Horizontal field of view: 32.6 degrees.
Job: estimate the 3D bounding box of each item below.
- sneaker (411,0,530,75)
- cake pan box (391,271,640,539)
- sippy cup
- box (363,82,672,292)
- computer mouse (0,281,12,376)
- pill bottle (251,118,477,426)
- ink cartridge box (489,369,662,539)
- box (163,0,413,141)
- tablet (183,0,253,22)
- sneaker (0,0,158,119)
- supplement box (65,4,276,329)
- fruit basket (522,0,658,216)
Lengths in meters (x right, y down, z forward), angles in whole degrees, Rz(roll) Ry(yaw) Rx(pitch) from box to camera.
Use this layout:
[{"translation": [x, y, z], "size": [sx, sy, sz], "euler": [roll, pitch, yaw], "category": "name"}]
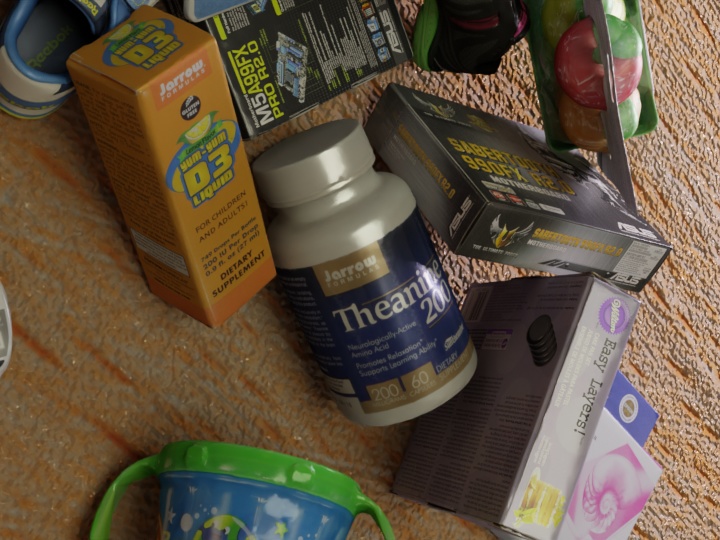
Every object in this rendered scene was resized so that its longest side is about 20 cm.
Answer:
[{"translation": [0.085, -0.201, 0.882], "size": [0.084, 0.200, 0.077], "euler": [16, 76, 4], "category": "sneaker"}, {"translation": [0.106, 0.097, 0.908], "size": [0.052, 0.200, 0.184], "euler": [27, 77, -18], "category": "cake pan box"}, {"translation": [-0.077, 0.190, 0.794], "size": [0.140, 0.178, 0.131], "euler": [32, 61, -45], "category": "sippy cup"}, {"translation": [0.119, -0.061, 0.936], "size": [0.200, 0.158, 0.048], "euler": [12, 122, -37], "category": "box"}, {"translation": [-0.260, -0.022, 0.719], "size": [0.110, 0.044, 0.200], "euler": [-15, 95, -41], "category": "computer mouse"}, {"translation": [0.000, 0.000, 0.873], "size": [0.111, 0.111, 0.200], "euler": [-36, 113, -31], "category": "pill bottle"}, {"translation": [0.182, 0.155, 1.064], "size": [0.196, 0.043, 0.200], "euler": [44, 68, -30], "category": "ink cartridge box"}, {"translation": [-0.062, -0.211, 0.859], "size": [0.160, 0.044, 0.200], "euler": [-32, 110, -31], "category": "box"}, {"translation": [-0.055, -0.255, 0.754], "size": [0.130, 0.014, 0.200], "euler": [-30, 146, -33], "category": "tablet"}, {"translation": [-0.154, -0.178, 0.743], "size": [0.074, 0.082, 0.200], "euler": [33, 83, -15], "category": "sneaker"}, {"translation": [-0.112, -0.059, 0.765], "size": [0.067, 0.069, 0.200], "euler": [-43, 141, -27], "category": "supplement box"}, {"translation": [0.179, -0.151, 0.903], "size": [0.094, 0.200, 0.186], "euler": [-13, 104, 2], "category": "fruit basket"}]
